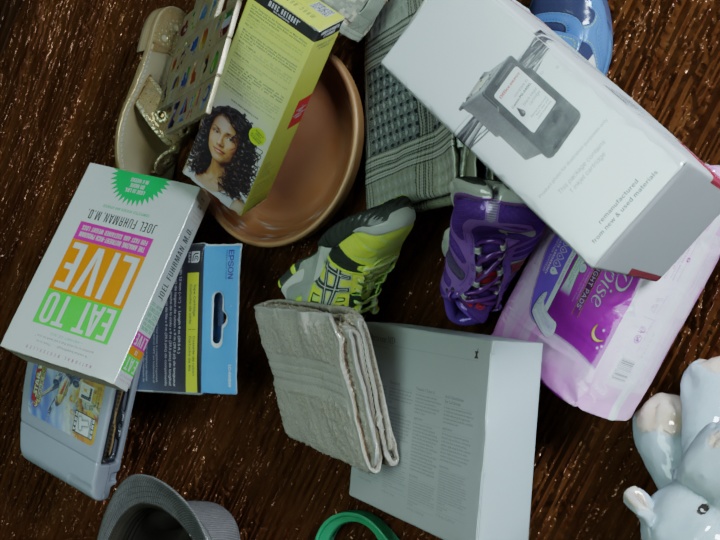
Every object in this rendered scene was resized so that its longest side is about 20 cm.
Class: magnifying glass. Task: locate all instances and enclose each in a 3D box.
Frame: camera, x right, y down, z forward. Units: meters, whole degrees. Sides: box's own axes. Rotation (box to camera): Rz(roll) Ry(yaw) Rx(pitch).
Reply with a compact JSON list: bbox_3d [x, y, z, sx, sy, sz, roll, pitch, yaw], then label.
[{"bbox_3d":[0.041,0.266,0.906,0.199,0.022,0.080,16,95,37],"label":"magnifying glass"}]

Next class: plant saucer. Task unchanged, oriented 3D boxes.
[{"bbox_3d":[-0.074,-0.121,1.012,0.199,0.037,0.202,-4,84,36],"label":"plant saucer"}]

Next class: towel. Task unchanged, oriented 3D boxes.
[{"bbox_3d":[0.049,-0.146,0.881,0.200,0.034,0.194,-8,80,63],"label":"towel"},{"bbox_3d":[-0.036,0.093,0.899,0.200,0.034,0.133,1,105,64],"label":"towel"}]

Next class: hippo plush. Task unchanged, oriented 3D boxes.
[{"bbox_3d":[0.227,0.144,0.701,0.159,0.160,0.200,47,111,28],"label":"hippo plush"}]

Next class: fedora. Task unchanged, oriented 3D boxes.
[{"bbox_3d":[-0.170,0.288,1.005,0.176,0.090,0.201,22,104,36],"label":"fedora"}]

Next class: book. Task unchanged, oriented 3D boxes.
[{"bbox_3d":[-0.238,0.004,1.007,0.133,0.048,0.201,12,72,25],"label":"book"}]

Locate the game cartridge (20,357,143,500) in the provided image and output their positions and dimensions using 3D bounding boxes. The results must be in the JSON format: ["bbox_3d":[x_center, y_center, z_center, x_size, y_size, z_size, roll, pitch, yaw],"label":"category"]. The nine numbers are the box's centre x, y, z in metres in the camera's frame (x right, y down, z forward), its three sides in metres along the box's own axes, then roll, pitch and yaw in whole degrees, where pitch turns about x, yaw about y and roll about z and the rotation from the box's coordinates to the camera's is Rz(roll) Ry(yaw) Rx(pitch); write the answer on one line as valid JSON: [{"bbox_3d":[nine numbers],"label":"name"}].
[{"bbox_3d":[-0.281,0.112,1.061,0.133,0.041,0.201,17,98,30],"label":"game cartridge"}]

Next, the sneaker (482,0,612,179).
[{"bbox_3d":[0.144,-0.148,0.837,0.074,0.082,0.201,12,91,37],"label":"sneaker"}]

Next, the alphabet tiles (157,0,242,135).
[{"bbox_3d":[-0.145,-0.207,0.967,0.200,0.008,0.168,-2,72,66],"label":"alphabet tiles"}]

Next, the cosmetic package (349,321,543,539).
[{"bbox_3d":[0.061,0.122,0.834,0.200,0.051,0.152,4,91,63],"label":"cosmetic package"}]

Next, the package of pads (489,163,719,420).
[{"bbox_3d":[0.190,-0.002,0.783,0.120,0.075,0.201,39,107,51],"label":"package of pads"}]

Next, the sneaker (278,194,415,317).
[{"bbox_3d":[0.000,0.000,0.910,0.077,0.075,0.200,61,148,10],"label":"sneaker"}]

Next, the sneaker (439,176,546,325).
[{"bbox_3d":[0.098,-0.008,0.797,0.080,0.200,0.084,10,70,5],"label":"sneaker"}]

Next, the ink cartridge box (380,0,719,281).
[{"bbox_3d":[0.128,-0.093,0.684,0.200,0.145,0.083,48,110,25],"label":"ink cartridge box"}]

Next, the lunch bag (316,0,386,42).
[{"bbox_3d":[-0.013,-0.318,0.929,0.164,0.117,0.200,-53,49,19],"label":"lunch bag"}]

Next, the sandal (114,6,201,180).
[{"bbox_3d":[-0.193,-0.169,1.076,0.069,0.077,0.213,1,81,41],"label":"sandal"}]

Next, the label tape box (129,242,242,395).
[{"bbox_3d":[-0.180,0.049,1.054,0.199,0.066,0.144,-2,86,33],"label":"label tape box"}]

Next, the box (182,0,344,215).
[{"bbox_3d":[-0.088,-0.149,0.926,0.075,0.050,0.201,35,125,12],"label":"box"}]
